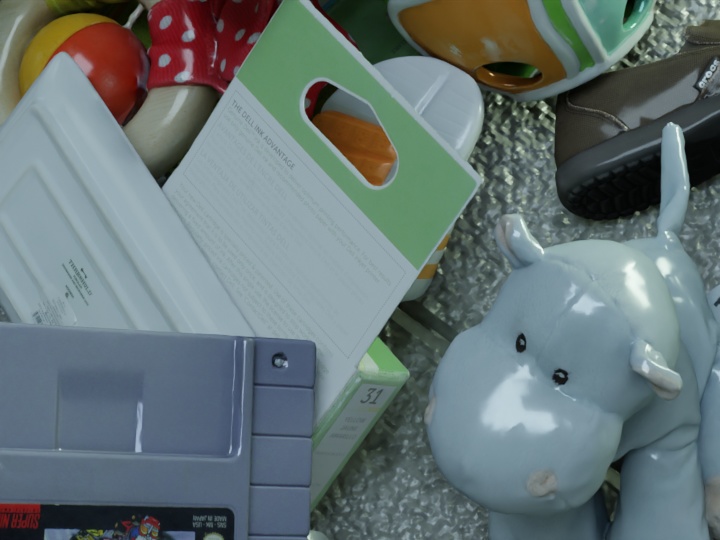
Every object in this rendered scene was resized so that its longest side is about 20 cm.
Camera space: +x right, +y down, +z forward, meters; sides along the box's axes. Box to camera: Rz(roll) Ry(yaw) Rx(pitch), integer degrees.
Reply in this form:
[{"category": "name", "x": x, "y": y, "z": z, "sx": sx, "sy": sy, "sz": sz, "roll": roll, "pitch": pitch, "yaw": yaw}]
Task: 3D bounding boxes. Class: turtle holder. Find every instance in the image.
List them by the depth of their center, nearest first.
[{"category": "turtle holder", "x": 0.077, "y": -0.161, "z": 1.302, "sx": 0.140, "sy": 0.132, "sz": 0.186, "roll": -25, "pitch": 18, "yaw": 20}]

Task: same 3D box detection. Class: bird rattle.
[{"category": "bird rattle", "x": -0.108, "y": -0.105, "z": 1.329, "sx": 0.200, "sy": 0.113, "sz": 0.163, "roll": 37, "pitch": 95, "yaw": 19}]

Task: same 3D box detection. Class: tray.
[{"category": "tray", "x": -0.123, "y": 0.006, "z": 1.260, "sx": 0.107, "sy": 0.022, "sz": 0.200, "roll": -48, "pitch": 60, "yaw": 25}]

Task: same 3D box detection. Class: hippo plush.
[{"category": "hippo plush", "x": 0.112, "y": 0.053, "z": 1.161, "sx": 0.159, "sy": 0.161, "sz": 0.200, "roll": 42, "pitch": 95, "yaw": 14}]

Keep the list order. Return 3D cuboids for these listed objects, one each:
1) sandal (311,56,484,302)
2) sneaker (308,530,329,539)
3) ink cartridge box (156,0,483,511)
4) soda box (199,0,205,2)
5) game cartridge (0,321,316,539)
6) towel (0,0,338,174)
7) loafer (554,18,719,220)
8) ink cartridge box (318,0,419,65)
[{"category": "sandal", "x": -0.006, "y": -0.004, "z": 1.292, "sx": 0.079, "sy": 0.059, "sz": 0.207, "roll": 35, "pitch": 98, "yaw": 32}, {"category": "sneaker", "x": -0.084, "y": 0.197, "z": 1.204, "sx": 0.199, "sy": 0.071, "sz": 0.099, "roll": -26, "pitch": 59, "yaw": -6}, {"category": "ink cartridge box", "x": -0.032, "y": -0.001, "z": 1.235, "sx": 0.146, "sy": 0.048, "sz": 0.200, "roll": 47, "pitch": 110, "yaw": 31}, {"category": "soda box", "x": -0.009, "y": -0.199, "z": 1.222, "sx": 0.199, "sy": 0.070, "sz": 0.064, "roll": -33, "pitch": 109, "yaw": -5}, {"category": "game cartridge", "x": -0.110, "y": 0.087, "z": 1.136, "sx": 0.199, "sy": 0.038, "sz": 0.130, "roll": 4, "pitch": 81, "yaw": -29}, {"category": "towel", "x": -0.106, "y": -0.105, "z": 1.374, "sx": 0.200, "sy": 0.018, "sz": 0.086, "roll": 31, "pitch": 76, "yaw": 22}, {"category": "loafer", "x": 0.176, "y": -0.092, "z": 1.282, "sx": 0.199, "sy": 0.073, "sz": 0.071, "roll": -20, "pitch": 65, "yaw": 2}, {"category": "ink cartridge box", "x": -0.021, "y": -0.198, "z": 1.376, "sx": 0.104, "sy": 0.059, "sz": 0.200, "roll": -42, "pitch": 66, "yaw": -11}]
